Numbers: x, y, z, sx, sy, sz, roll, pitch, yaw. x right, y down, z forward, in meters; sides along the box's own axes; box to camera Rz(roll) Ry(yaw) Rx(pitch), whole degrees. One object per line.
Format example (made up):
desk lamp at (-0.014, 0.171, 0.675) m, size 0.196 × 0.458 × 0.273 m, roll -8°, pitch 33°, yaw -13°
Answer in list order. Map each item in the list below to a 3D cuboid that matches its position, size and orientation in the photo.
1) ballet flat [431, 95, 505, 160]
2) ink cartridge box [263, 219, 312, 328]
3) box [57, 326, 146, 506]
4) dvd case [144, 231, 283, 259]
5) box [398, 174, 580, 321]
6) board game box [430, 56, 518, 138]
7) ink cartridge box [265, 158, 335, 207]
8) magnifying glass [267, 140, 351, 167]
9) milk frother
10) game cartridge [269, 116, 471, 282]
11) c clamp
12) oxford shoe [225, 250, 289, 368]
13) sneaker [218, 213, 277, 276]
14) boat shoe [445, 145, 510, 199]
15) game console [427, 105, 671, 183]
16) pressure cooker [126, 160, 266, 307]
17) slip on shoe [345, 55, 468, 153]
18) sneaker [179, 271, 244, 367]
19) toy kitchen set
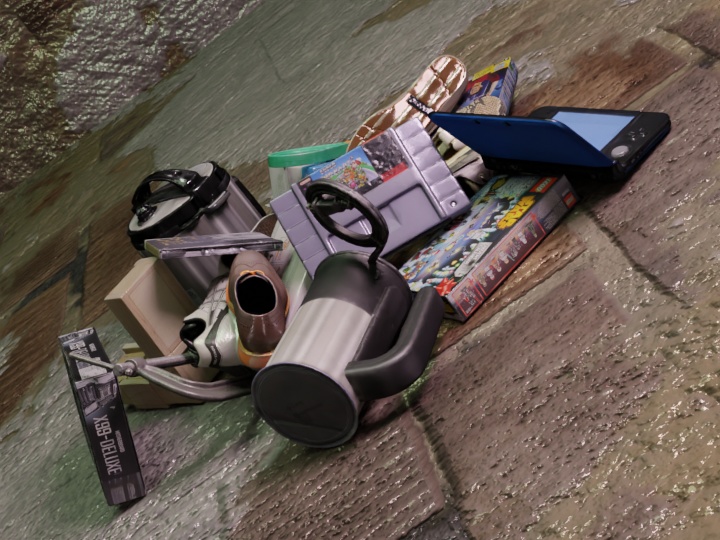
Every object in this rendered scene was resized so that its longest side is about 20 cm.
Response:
ballet flat at (0.100, -0.139, 1.624) m, size 0.200 × 0.068 × 0.075 m, roll -47°, pitch -26°, yaw 17°
ink cartridge box at (-0.081, 0.014, 1.581) m, size 0.176 × 0.045 × 0.200 m, roll -5°, pitch 63°, yaw 67°
box at (-0.313, 0.171, 1.572) m, size 0.050 × 0.158 × 0.200 m, roll -16°, pitch 16°, yaw -15°
dvd case at (-0.187, -0.032, 1.629) m, size 0.148 × 0.016 × 0.200 m, roll -5°, pitch 5°, yaw -14°
box at (0.133, -0.030, 1.452) m, size 0.200 × 0.040 × 0.137 m, roll -45°, pitch 23°, yaw -19°
board game box at (0.118, -0.176, 1.740) m, size 0.200 × 0.062 × 0.200 m, roll -24°, pitch 26°, yaw 29°
ink cartridge box at (-0.053, -0.125, 1.832) m, size 0.116 × 0.068 × 0.200 m, roll -12°, pitch 11°, yaw -25°
magnifying glass at (-0.036, -0.165, 1.790) m, size 0.200 × 0.022 × 0.080 m, roll -12°, pitch 12°, yaw -33°
milk frother at (-0.033, 0.039, 1.341) m, size 0.180 × 0.200 × 0.188 m, roll -30°, pitch 22°, yaw 38°
game cartridge at (0.009, -0.076, 1.489) m, size 0.200 × 0.130 × 0.038 m, roll -30°, pitch -11°, yaw -1°
c clamp at (-0.204, 0.111, 1.502) m, size 0.171 × 0.027 × 0.200 m, roll 19°, pitch 10°, yaw 29°
oxford shoe at (-0.112, 0.023, 1.455) m, size 0.071 × 0.073 × 0.200 m, roll -8°, pitch 33°, yaw -9°
sneaker at (-0.128, -0.016, 1.793) m, size 0.073 × 0.085 × 0.200 m, roll 32°, pitch 41°, yaw 23°
boat shoe at (0.134, -0.109, 1.584) m, size 0.200 × 0.073 × 0.065 m, roll -28°, pitch 47°, yaw 4°
game console at (0.209, -0.168, 1.446) m, size 0.200 × 0.119 × 0.171 m, roll 12°, pitch 47°, yaw 48°
pressure cooker at (-0.232, -0.059, 1.858) m, size 0.176 × 0.200 × 0.179 m, roll -34°, pitch 21°, yaw 12°
slip on shoe at (0.064, -0.195, 1.707) m, size 0.200 × 0.076 × 0.061 m, roll -49°, pitch -17°, yaw -6°
sneaker at (-0.174, 0.056, 1.547) m, size 0.087 × 0.076 × 0.200 m, roll -11°, pitch 19°, yaw -11°
toy kitchen set at (-0.267, 0.058, 1.701) m, size 0.200 × 0.181 × 0.163 m, roll -8°, pitch 35°, yaw 45°
